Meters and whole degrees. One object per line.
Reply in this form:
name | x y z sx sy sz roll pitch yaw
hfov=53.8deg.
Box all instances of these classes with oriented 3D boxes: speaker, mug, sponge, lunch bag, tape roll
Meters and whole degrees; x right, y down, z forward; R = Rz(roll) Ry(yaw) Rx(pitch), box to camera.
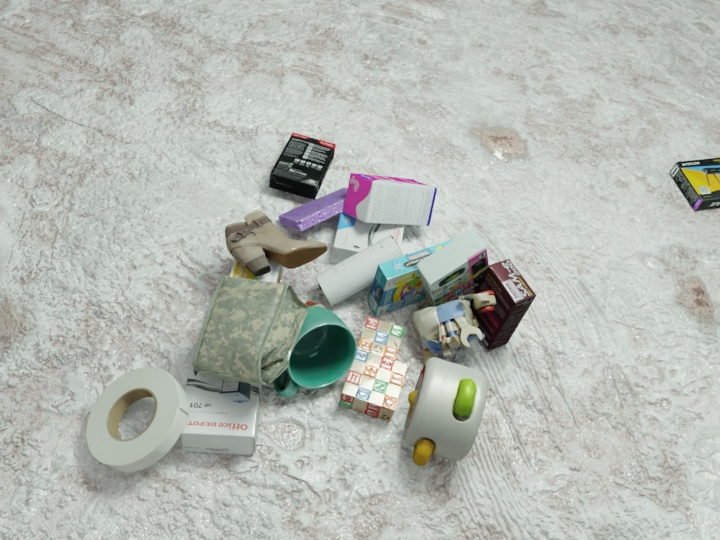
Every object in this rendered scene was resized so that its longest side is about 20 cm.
speaker | 0.000 0.000 1.607 0.200 0.081 0.081 -29 61 -2
mug | -0.113 0.157 1.469 0.185 0.152 0.114 -24 33 -15
sponge | -0.093 -0.153 1.740 0.200 0.030 0.111 -27 23 -26
lunch bag | -0.215 0.125 1.364 0.164 0.118 0.200 6 61 26
tape roll | -0.423 0.279 1.343 0.202 0.037 0.203 -12 52 15

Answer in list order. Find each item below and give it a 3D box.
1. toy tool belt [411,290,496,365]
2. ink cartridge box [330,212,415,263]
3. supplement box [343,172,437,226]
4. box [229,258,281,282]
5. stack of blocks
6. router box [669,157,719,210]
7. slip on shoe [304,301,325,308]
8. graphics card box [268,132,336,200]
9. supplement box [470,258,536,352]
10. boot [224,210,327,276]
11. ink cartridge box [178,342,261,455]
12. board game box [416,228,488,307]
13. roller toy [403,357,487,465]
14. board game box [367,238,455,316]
toy tool belt | 0.212 0.131 1.532 0.125 0.200 0.123 12 62 -57
ink cartridge box | 0.038 -0.061 1.709 0.200 0.067 0.116 11 52 -1
supplement box | 0.072 -0.170 1.716 0.200 0.104 0.101 -2 20 -37
box | -0.233 0.024 1.571 0.101 0.113 0.200 11 54 -2
stack of blocks | 0.039 0.208 1.515 0.115 0.059 0.200 17 53 3
router box | 1.011 -0.251 2.028 0.200 0.051 0.149 -8 57 -16
slip on shoe | -0.163 0.129 1.540 0.200 0.074 0.061 -32 38 -26
graphics card box | -0.147 -0.271 1.828 0.125 0.051 0.200 16 43 1
supplement box | 0.303 0.080 1.567 0.061 0.200 0.109 -18 59 -23
boot | -0.190 -0.070 1.536 0.200 0.070 0.146 -17 59 -26
ink cartridge box | -0.273 0.253 1.412 0.146 0.086 0.200 4 52 -7
board game box | 0.212 0.013 1.576 0.147 0.200 0.064 -31 62 -3
roller toy | 0.161 0.274 1.412 0.139 0.200 0.182 17 18 3
board game box | 0.124 0.017 1.613 0.200 0.151 0.047 -19 60 -22
